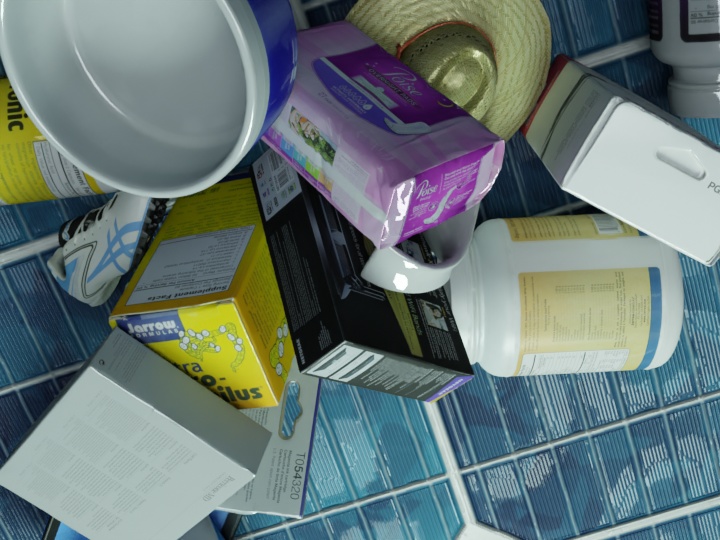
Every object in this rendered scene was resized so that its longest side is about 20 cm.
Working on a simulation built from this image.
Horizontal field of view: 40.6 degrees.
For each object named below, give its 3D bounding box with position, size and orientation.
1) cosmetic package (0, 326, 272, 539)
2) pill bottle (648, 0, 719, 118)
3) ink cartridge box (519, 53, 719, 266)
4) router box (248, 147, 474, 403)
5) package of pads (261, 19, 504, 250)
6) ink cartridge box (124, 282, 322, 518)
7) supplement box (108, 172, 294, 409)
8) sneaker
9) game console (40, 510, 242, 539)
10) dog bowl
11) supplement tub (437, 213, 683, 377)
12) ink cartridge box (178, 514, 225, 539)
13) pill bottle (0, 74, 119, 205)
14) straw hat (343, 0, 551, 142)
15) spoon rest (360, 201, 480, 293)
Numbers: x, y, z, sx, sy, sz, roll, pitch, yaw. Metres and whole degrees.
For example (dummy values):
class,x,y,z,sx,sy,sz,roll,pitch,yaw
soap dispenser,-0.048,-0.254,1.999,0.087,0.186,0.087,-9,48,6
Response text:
class,x,y,z,sx,sy,sz,roll,pitch,yaw
cosmetic package,-0.188,0.151,0.789,0.151,0.052,0.200,38,128,-12
pill bottle,0.299,-0.235,0.816,0.111,0.111,0.201,-7,110,1
ink cartridge box,0.226,-0.099,0.815,0.145,0.200,0.085,26,107,-10
router box,0.000,0.000,0.798,0.052,0.200,0.157,-37,143,30
package of pads,0.001,-0.112,0.747,0.120,0.200,0.076,-25,145,-34
ink cartridge box,-0.139,0.123,0.916,0.199,0.043,0.197,10,74,-5
supplement box,-0.112,0.014,0.826,0.109,0.200,0.110,-9,124,17
sneaker,-0.224,-0.030,0.855,0.072,0.072,0.200,31,140,-17
game console,-0.223,0.279,0.978,0.170,0.118,0.200,23,108,-2
dog bowl,-0.147,-0.156,0.678,0.199,0.079,0.201,11,125,16
supplement tub,0.175,0.022,0.887,0.199,0.145,0.145,-3,110,-1
ink cartridge box,-0.174,0.364,0.988,0.146,0.084,0.200,-28,125,-10
pill bottle,-0.258,-0.118,0.841,0.199,0.111,0.112,-7,110,0
straw hat,0.071,-0.157,0.815,0.200,0.085,0.202,-1,120,-2
spoon rest,0.068,-0.039,0.801,0.061,0.200,0.099,36,129,4
